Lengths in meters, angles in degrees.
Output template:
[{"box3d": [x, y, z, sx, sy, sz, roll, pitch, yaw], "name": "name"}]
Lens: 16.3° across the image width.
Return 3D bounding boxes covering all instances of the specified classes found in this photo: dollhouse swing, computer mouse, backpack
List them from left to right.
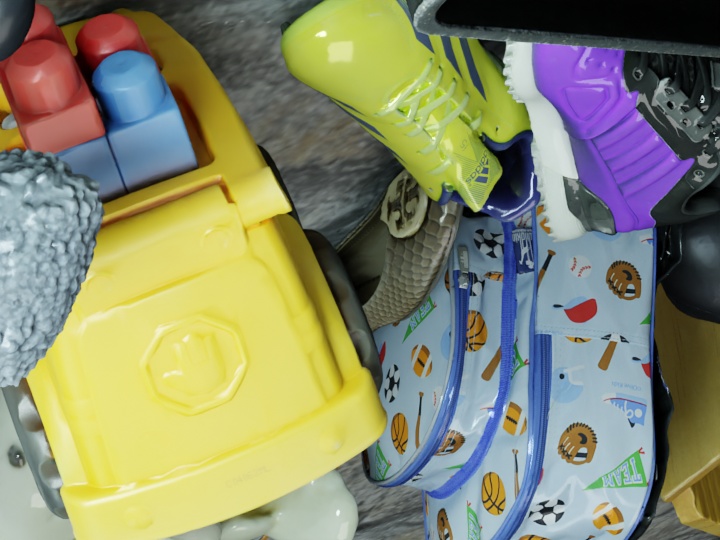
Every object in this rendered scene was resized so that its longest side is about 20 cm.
[{"box3d": [0.084, 0.063, 1.307, 0.154, 0.191, 0.200, 0, 155, -15], "name": "backpack"}, {"box3d": [0.251, -0.005, 1.442, 0.200, 0.139, 0.053, 13, -176, -41], "name": "computer mouse"}, {"box3d": [0.277, 0.055, 1.583, 0.176, 0.182, 0.200, -18, 164, 17], "name": "dollhouse swing"}]

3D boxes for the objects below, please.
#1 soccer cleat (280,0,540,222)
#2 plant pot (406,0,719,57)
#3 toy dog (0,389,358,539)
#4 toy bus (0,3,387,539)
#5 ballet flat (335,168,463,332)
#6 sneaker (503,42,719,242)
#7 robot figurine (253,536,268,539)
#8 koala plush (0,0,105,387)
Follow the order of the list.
[{"box3d": [0.030, -0.068, 1.042, 0.065, 0.084, 0.200, -28, 161, 16], "name": "soccer cleat"}, {"box3d": [0.105, -0.185, 0.664, 0.200, 0.177, 0.199, -3, 153, -49], "name": "plant pot"}, {"box3d": [-0.128, 0.075, 1.215, 0.200, 0.140, 0.194, -8, -167, -43], "name": "toy dog"}, {"box3d": [-0.091, -0.028, 0.932, 0.136, 0.200, 0.192, -23, 126, -6], "name": "toy bus"}, {"box3d": [0.000, 0.000, 1.252, 0.046, 0.067, 0.200, 18, 150, -15], "name": "ballet flat"}, {"box3d": [0.118, -0.081, 1.044, 0.099, 0.070, 0.200, 2, 151, 13], "name": "sneaker"}, {"box3d": [-0.073, 0.136, 1.477, 0.200, 0.058, 0.145, -45, -176, 45], "name": "robot figurine"}, {"box3d": [-0.155, -0.086, 0.707, 0.177, 0.184, 0.200, -12, 139, -56], "name": "koala plush"}]
